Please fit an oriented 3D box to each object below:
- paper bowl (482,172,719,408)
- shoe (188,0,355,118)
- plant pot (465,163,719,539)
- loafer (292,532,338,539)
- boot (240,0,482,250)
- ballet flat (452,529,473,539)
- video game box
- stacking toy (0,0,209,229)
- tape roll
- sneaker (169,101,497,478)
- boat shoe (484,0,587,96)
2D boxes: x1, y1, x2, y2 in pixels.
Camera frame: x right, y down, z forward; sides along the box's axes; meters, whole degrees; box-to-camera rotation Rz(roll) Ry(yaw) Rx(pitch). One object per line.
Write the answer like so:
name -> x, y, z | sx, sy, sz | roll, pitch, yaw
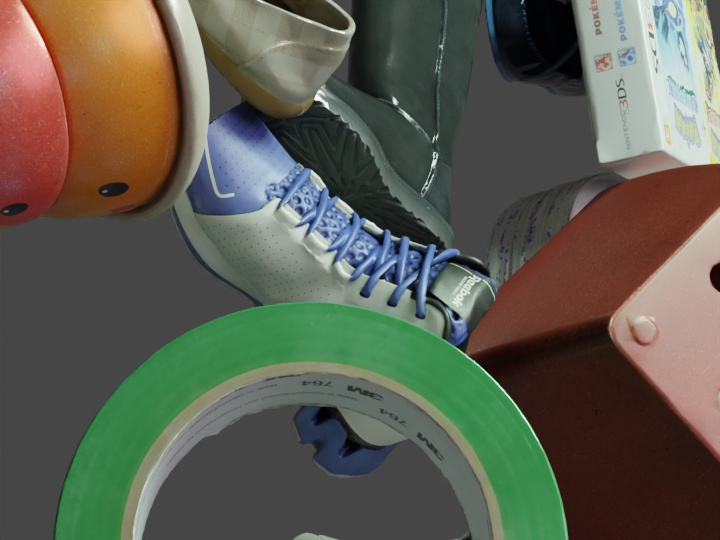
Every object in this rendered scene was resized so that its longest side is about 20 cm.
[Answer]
paper bowl -> 0.170, 0.037, 1.039 | 0.201, 0.104, 0.201 | 27, 55, -47
shoe -> -0.087, -0.153, 0.758 | 0.200, 0.053, 0.070 | 39, 43, -9
plant pot -> 0.171, 0.057, 0.854 | 0.200, 0.176, 0.200 | -42, 89, -25
loafer -> 0.020, 0.179, 0.801 | 0.200, 0.070, 0.070 | 27, 90, -45
boot -> 0.006, -0.122, 0.909 | 0.165, 0.066, 0.200 | 48, 43, -44
ballet flat -> 0.025, 0.199, 0.731 | 0.200, 0.076, 0.064 | -61, 162, 2
video game box -> 0.180, -0.143, 1.034 | 0.200, 0.047, 0.182 | 9, 73, -65
stacking toy -> -0.169, -0.057, 0.611 | 0.200, 0.146, 0.146 | -28, 99, -37
tape roll -> -0.019, 0.113, 0.664 | 0.048, 0.200, 0.200 | 101, -14, -68
sneaker -> 0.000, 0.001, 0.801 | 0.199, 0.115, 0.081 | 61, 34, -16
boat shoe -> 0.134, -0.157, 1.072 | 0.200, 0.069, 0.084 | -9, 96, -67
